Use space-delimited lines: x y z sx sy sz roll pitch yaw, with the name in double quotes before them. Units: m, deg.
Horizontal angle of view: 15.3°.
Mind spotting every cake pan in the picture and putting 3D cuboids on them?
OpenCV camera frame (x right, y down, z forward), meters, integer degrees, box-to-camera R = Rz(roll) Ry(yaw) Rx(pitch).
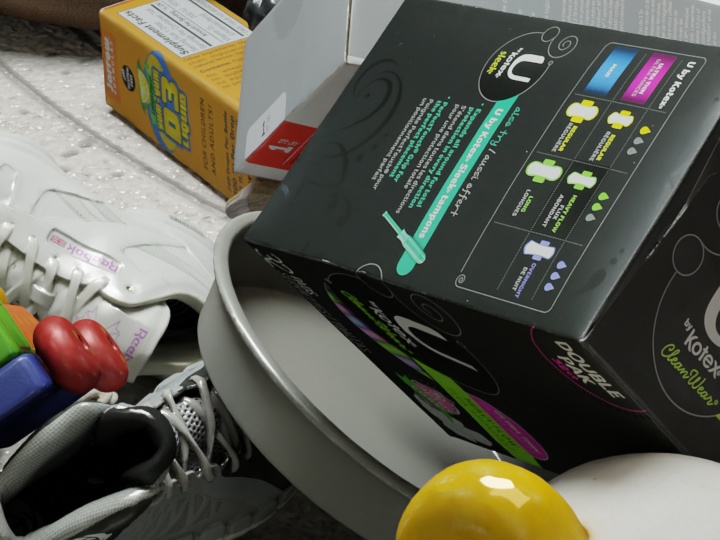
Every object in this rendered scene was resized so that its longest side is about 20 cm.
"cake pan" 0.012 0.055 1.131 0.200 0.037 0.201 32 23 -15

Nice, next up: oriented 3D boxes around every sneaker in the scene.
"sneaker" -0.077 0.076 1.095 0.199 0.116 0.075 -28 80 -29
"sneaker" -0.136 -0.003 1.224 0.199 0.075 0.100 18 24 -29

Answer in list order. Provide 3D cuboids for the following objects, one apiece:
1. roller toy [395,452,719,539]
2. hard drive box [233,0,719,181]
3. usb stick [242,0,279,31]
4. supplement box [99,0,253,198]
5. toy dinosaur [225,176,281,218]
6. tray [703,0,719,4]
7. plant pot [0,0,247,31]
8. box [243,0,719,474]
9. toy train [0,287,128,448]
"roller toy" 0.089 0.165 0.878 0.182 0.201 0.140 27 38 27
"hard drive box" 0.058 -0.087 1.293 0.199 0.156 0.077 11 69 -18
"usb stick" 0.029 -0.098 1.409 0.199 0.033 0.055 28 1 -7
"supplement box" -0.066 -0.087 1.440 0.068 0.067 0.200 -19 34 -27
"toy dinosaur" 0.000 0.000 1.286 0.199 0.061 0.106 32 51 29
"tray" 0.135 -0.170 1.632 0.199 0.022 0.107 27 40 38
"plant pot" -0.126 -0.214 1.576 0.199 0.188 0.187 21 33 5
"box" 0.086 -0.002 0.989 0.199 0.149 0.125 16 68 51
"toy train" -0.161 0.021 1.138 0.084 0.116 0.200 -34 -4 3
